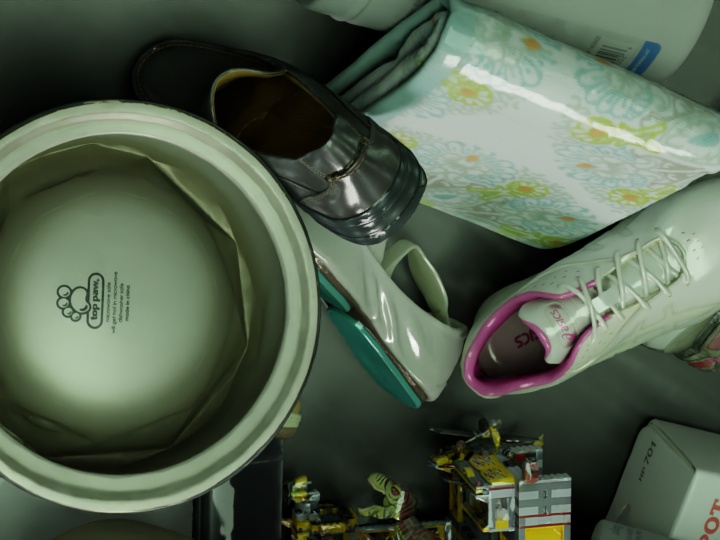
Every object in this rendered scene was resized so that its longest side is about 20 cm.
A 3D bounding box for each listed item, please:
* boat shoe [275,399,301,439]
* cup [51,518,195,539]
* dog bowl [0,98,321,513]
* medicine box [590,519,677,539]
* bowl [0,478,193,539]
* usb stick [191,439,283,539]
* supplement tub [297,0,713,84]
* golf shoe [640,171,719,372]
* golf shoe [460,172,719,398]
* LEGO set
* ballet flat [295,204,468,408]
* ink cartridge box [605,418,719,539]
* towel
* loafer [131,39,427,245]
[{"bbox_3d":[-0.112,0.028,1.435,0.200,0.072,0.076,23,76,-27],"label":"boat shoe"},{"bbox_3d":[-0.082,0.232,1.419,0.200,0.143,0.201,-1,91,-50],"label":"cup"},{"bbox_3d":[-0.124,0.018,1.358,0.200,0.074,0.201,0,88,-17],"label":"dog bowl"},{"bbox_3d":[0.200,0.258,1.519,0.199,0.103,0.183,15,103,5],"label":"medicine box"},{"bbox_3d":[-0.162,0.175,1.489,0.200,0.075,0.200,-40,121,-40],"label":"bowl"},{"bbox_3d":[-0.067,0.059,1.509,0.055,0.033,0.201,-3,97,-33],"label":"usb stick"},{"bbox_3d":[0.077,-0.176,1.440,0.199,0.132,0.132,13,104,-18],"label":"supplement tub"},{"bbox_3d":[0.207,-0.043,1.548,0.092,0.073,0.200,24,101,-18],"label":"golf shoe"},{"bbox_3d":[0.138,0.016,1.501,0.200,0.092,0.075,-34,89,24],"label":"golf shoe"},{"bbox_3d":[0.036,0.132,1.498,0.153,0.200,0.116,-1,104,-5],"label":"LEGO set"},{"bbox_3d":[0.000,0.000,1.496,0.069,0.069,0.200,-40,136,0],"label":"ballet flat"},{"bbox_3d":[0.244,0.187,1.626,0.199,0.086,0.147,14,105,-20],"label":"ink cartridge box"},{"bbox_3d":[0.076,-0.074,1.447,0.171,0.200,0.048,18,70,-20],"label":"towel"},{"bbox_3d":[-0.052,-0.082,1.402,0.073,0.200,0.072,-56,138,-11],"label":"loafer"}]
